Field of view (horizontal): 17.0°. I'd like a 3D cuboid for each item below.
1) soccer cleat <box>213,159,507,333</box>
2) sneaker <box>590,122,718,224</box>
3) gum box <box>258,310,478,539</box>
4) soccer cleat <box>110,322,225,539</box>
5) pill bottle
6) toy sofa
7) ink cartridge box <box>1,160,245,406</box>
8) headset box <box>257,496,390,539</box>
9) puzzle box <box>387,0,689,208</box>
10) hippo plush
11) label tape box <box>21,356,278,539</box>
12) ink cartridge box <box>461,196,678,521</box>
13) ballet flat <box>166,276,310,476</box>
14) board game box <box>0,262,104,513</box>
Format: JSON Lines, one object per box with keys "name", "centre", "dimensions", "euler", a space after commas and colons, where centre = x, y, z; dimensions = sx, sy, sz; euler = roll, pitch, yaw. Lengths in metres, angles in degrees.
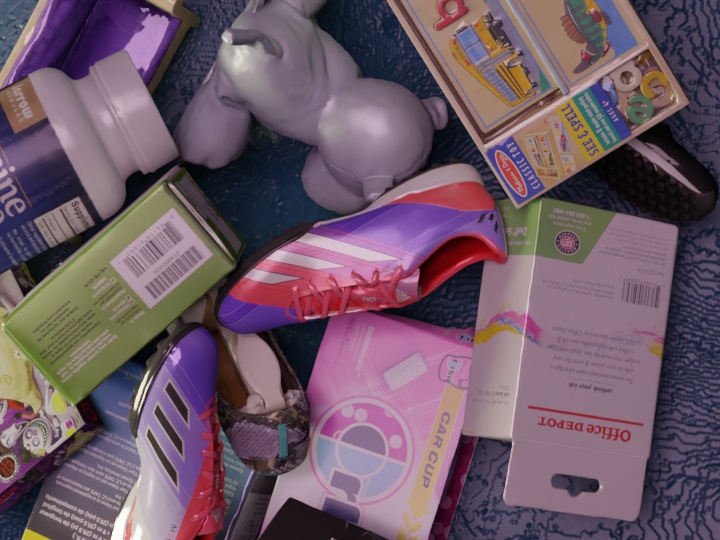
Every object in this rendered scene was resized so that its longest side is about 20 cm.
{"name": "soccer cleat", "centre": [0.000, 0.000, 1.576], "dimensions": [0.199, 0.068, 0.073], "euler": [-26, 61, -2]}
{"name": "sneaker", "centre": [0.174, -0.114, 1.621], "dimensions": [0.200, 0.070, 0.090], "euler": [35, 70, 27]}
{"name": "gum box", "centre": [0.014, 0.124, 1.648], "dimensions": [0.113, 0.066, 0.201], "euler": [17, 88, 15]}
{"name": "soccer cleat", "centre": [-0.113, 0.131, 1.575], "dimensions": [0.073, 0.068, 0.201], "euler": [27, 116, 29]}
{"name": "pill bottle", "centre": [-0.228, -0.068, 1.625], "dimensions": [0.199, 0.111, 0.111], "euler": [-28, 78, -3]}
{"name": "toy sofa", "centre": [-0.204, -0.123, 1.711], "dimensions": [0.083, 0.098, 0.201], "euler": [29, 91, 15]}
{"name": "ink cartridge box", "centre": [-0.154, 0.000, 1.649], "dimensions": [0.148, 0.200, 0.076], "euler": [-40, 96, 7]}
{"name": "headset box", "centre": [-0.008, 0.252, 1.581], "dimensions": [0.148, 0.075, 0.201], "euler": [23, 130, 14]}
{"name": "puzzle box", "centre": [0.103, -0.157, 1.529], "dimensions": [0.133, 0.025, 0.200], "euler": [-32, 98, 12]}
{"name": "hippo plush", "centre": [-0.017, -0.128, 1.646], "dimensions": [0.160, 0.200, 0.160], "euler": [30, 60, -4]}
{"name": "label tape box", "centre": [-0.150, 0.174, 1.684], "dimensions": [0.144, 0.063, 0.201], "euler": [22, 90, 16]}
{"name": "ink cartridge box", "centre": [0.137, 0.060, 1.597], "dimensions": [0.117, 0.067, 0.201], "euler": [11, 85, -29]}
{"name": "ballet flat", "centre": [-0.084, 0.049, 1.642], "dimensions": [0.072, 0.072, 0.201], "euler": [-37, 50, 7]}
{"name": "board game box", "centre": [-0.268, 0.065, 1.708], "dimensions": [0.120, 0.032, 0.200], "euler": [-41, 61, 20]}
